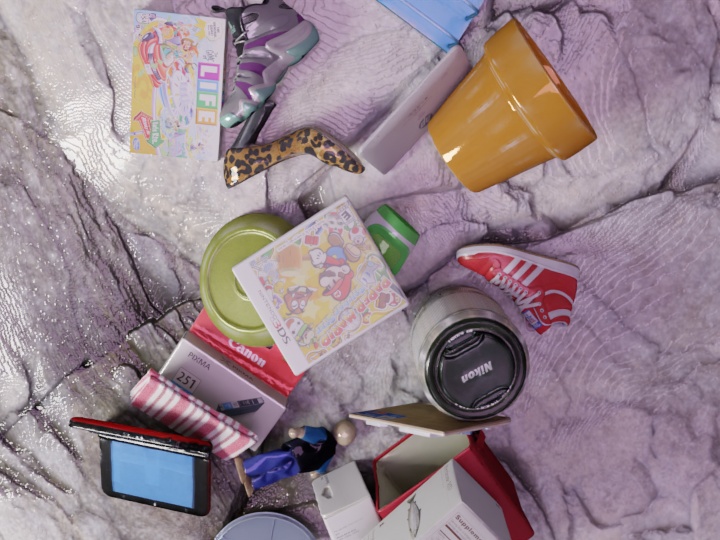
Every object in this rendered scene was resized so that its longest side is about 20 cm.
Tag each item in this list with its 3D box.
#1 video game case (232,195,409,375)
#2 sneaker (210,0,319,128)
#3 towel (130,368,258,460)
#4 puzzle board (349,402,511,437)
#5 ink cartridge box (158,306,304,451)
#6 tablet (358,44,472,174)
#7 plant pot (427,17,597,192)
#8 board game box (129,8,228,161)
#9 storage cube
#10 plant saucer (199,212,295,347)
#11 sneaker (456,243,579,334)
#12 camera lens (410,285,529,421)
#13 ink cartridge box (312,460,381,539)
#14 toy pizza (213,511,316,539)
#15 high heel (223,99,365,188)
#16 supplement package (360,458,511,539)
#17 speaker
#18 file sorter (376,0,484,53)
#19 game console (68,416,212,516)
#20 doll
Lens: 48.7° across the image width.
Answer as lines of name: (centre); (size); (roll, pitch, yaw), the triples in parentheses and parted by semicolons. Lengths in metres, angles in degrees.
video game case: (-0.057, 0.022, 1.151); (0.198, 0.023, 0.184); (-31, 96, 1)
sneaker: (-0.165, -0.309, 1.117); (0.140, 0.077, 0.201); (43, 71, -15)
towel: (-0.259, 0.225, 1.230); (0.198, 0.146, 0.030); (34, 58, -12)
puzzle board: (0.101, 0.222, 1.178); (0.149, 0.198, 0.018); (0, 89, -42)
ink cartridge box: (-0.197, 0.158, 1.257); (0.198, 0.045, 0.177); (34, 100, -9)
tablet: (0.085, -0.225, 1.142); (0.200, 0.130, 0.014); (-46, 72, 8)
plant pot: (0.201, -0.213, 1.122); (0.182, 0.201, 0.201); (-36, 102, 22)
board game box: (-0.266, -0.269, 1.165); (0.131, 0.034, 0.204); (5, 102, -3)
storage cube: (0.142, 0.351, 1.245); (0.199, 0.171, 0.181); (-36, 102, 6)
plant saucer: (-0.161, 0.014, 1.196); (0.196, 0.031, 0.205); (0, 90, 17)
sneaker: (0.236, 0.031, 1.211); (0.196, 0.071, 0.115); (12, 75, -6)
camera lens: (0.156, 0.117, 1.178); (0.156, 0.200, 0.164); (0, 102, -2)
ink cartridge box: (0.001, 0.431, 1.267); (0.086, 0.145, 0.203); (-24, 102, -7)
toy pizza: (-0.160, 0.496, 1.340); (0.196, 0.032, 0.205); (0, 101, -2)
high heel: (-0.102, -0.149, 1.173); (0.198, 0.071, 0.144); (30, 94, 9)
supplement package: (0.100, 0.388, 1.106); (0.200, 0.117, 0.117); (-44, 101, 10)
speaker: (0.000, 0.000, 1.207); (0.088, 0.089, 0.201); (39, 99, -9)
file sorter: (0.132, -0.429, 1.097); (0.138, 0.123, 0.202); (32, 99, -9)
game console: (-0.339, 0.306, 1.229); (0.196, 0.172, 0.121); (7, 77, 12)
doll: (-0.098, 0.292, 1.272); (0.197, 0.049, 0.138); (-20, 133, -8)
